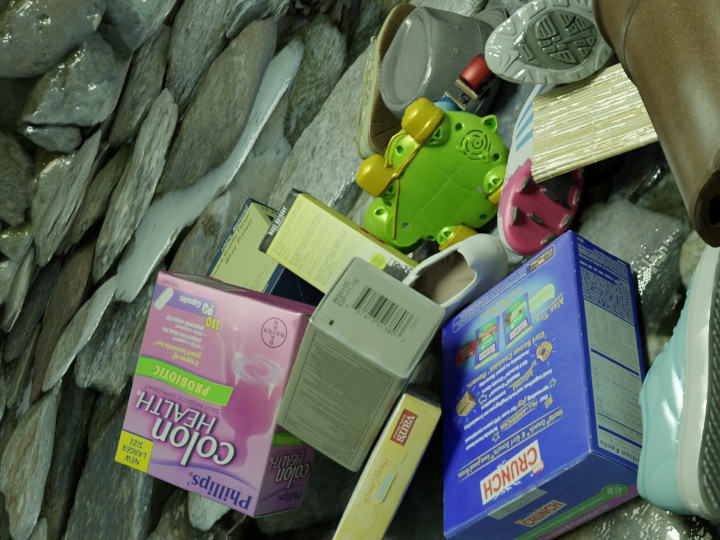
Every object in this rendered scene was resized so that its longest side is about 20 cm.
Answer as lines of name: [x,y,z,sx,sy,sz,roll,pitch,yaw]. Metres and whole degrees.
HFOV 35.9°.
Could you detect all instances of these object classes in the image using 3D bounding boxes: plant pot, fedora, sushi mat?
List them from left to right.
fedora: [0.082,-0.229,1.248,0.177,0.090,0.201,-30,42,48]
sushi mat: [0.232,-0.142,0.919,0.199,0.012,0.096,-19,49,31]
plant pot: [0.268,-0.129,0.730,0.200,0.200,0.199,-39,43,41]

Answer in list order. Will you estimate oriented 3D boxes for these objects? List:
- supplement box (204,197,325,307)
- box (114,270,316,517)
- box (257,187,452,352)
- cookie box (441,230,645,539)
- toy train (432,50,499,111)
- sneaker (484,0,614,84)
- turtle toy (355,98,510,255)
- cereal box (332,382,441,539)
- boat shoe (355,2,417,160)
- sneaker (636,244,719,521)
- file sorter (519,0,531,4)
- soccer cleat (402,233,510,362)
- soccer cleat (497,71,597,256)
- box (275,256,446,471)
supplement box: [-0.098,0.056,1.280,0.201,0.134,0.200,-60,27,10]
box: [-0.130,0.119,1.110,0.175,0.097,0.201,15,94,27]
box: [0.000,0.000,1.099,0.076,0.199,0.050,-60,-15,10]
cookie box: [0.140,0.100,0.874,0.171,0.075,0.201,-41,34,42]
toy train: [0.125,-0.202,1.149,0.200,0.034,0.046,-47,-12,2]
sneaker: [0.198,-0.217,0.993,0.199,0.078,0.099,-21,9,-7]
turtle toy: [0.072,-0.085,1.112,0.200,0.146,0.101,-47,9,29]
cereal box: [0.025,0.172,0.959,0.144,0.039,0.200,-64,-6,-2]
boat shoe: [0.032,-0.233,1.363,0.063,0.073,0.201,-11,60,60]
sneaker: [0.224,0.066,0.757,0.082,0.074,0.201,-9,59,54]
file sorter: [0.176,-0.361,1.090,0.139,0.124,0.201,-48,51,28]
soccer cleat: [0.050,0.035,1.001,0.200,0.077,0.069,-45,68,30]
soccer cleat: [0.167,-0.098,1.019,0.086,0.070,0.201,-20,44,65]
box: [-0.005,0.087,0.958,0.078,0.095,0.200,-56,-6,-33]
